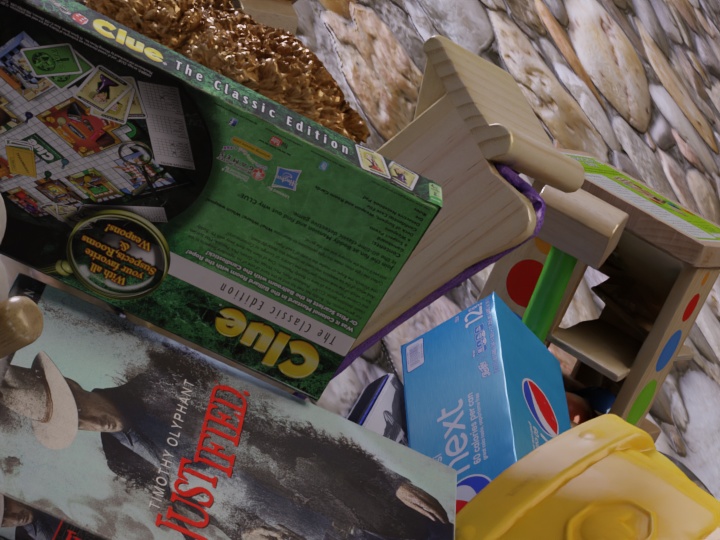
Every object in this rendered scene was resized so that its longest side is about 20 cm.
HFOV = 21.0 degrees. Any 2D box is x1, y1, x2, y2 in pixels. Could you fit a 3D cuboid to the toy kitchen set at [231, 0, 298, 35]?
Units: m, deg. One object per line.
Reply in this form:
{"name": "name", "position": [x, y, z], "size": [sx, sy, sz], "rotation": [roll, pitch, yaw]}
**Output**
{"name": "toy kitchen set", "position": [-0.042, -0.218, 1.060], "size": [0.199, 0.180, 0.164], "rotation": [-1, 63, -61]}

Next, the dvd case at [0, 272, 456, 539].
{"name": "dvd case", "position": [-0.056, 0.080, 0.726], "size": [0.198, 0.022, 0.146], "rotation": [24, 25, -7]}

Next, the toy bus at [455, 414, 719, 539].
{"name": "toy bus", "position": [0.141, 0.185, 0.802], "size": [0.191, 0.135, 0.201], "rotation": [20, -43, 53]}

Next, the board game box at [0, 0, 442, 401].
{"name": "board game box", "position": [-0.079, -0.032, 0.743], "size": [0.199, 0.105, 0.024], "rotation": [26, 26, -14]}

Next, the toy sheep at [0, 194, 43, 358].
{"name": "toy sheep", "position": [-0.165, -0.002, 0.577], "size": [0.138, 0.137, 0.202], "rotation": [21, 53, -57]}

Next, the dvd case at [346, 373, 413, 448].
{"name": "dvd case", "position": [0.028, 0.150, 0.946], "size": [0.151, 0.025, 0.200], "rotation": [56, 22, -8]}

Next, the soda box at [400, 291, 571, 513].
{"name": "soda box", "position": [0.069, 0.109, 0.967], "size": [0.068, 0.064, 0.201], "rotation": [45, 26, -32]}

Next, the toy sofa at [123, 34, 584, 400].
{"name": "toy sofa", "position": [0.000, 0.000, 0.843], "size": [0.083, 0.199, 0.098], "rotation": [16, 40, -60]}

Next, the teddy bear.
{"name": "teddy bear", "position": [-0.074, -0.092, 0.934], "size": [0.200, 0.067, 0.145], "rotation": [42, -8, 40]}

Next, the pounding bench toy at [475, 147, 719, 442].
{"name": "pounding bench toy", "position": [0.116, 0.026, 1.106], "size": [0.124, 0.157, 0.200], "rotation": [31, 12, 21]}
